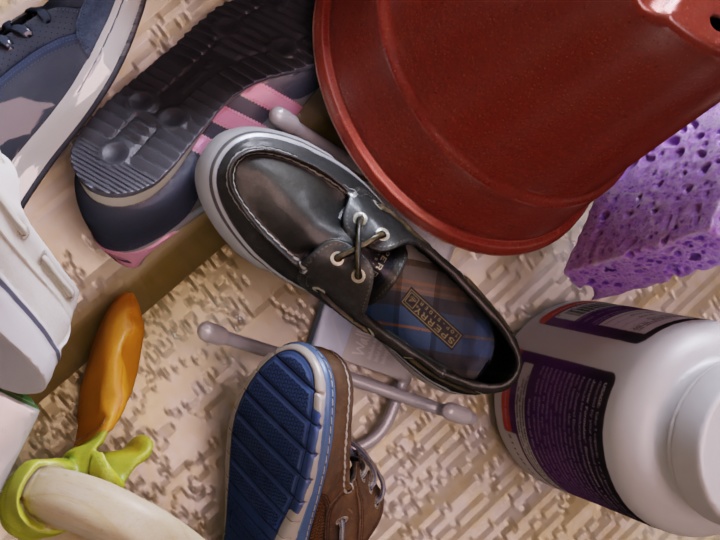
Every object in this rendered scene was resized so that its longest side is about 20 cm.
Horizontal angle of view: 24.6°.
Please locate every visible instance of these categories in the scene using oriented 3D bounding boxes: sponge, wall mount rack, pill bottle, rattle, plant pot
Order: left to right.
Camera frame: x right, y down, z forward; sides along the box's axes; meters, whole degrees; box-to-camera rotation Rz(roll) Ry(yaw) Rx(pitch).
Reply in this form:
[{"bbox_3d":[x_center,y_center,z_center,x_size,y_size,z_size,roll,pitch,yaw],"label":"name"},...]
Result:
[{"bbox_3d":[-0.071,0.125,0.846,0.199,0.131,0.143,20,47,11],"label":"rattle"},{"bbox_3d":[0.000,0.000,0.897,0.173,0.074,0.202,20,86,-21],"label":"wall mount rack"},{"bbox_3d":[0.109,-0.134,0.831,0.199,0.195,0.202,13,65,-30],"label":"plant pot"},{"bbox_3d":[0.163,0.080,0.892,0.110,0.200,0.113,-2,95,-21],"label":"pill bottle"},{"bbox_3d":[0.190,-0.080,0.916,0.030,0.111,0.201,39,59,-22],"label":"sponge"}]

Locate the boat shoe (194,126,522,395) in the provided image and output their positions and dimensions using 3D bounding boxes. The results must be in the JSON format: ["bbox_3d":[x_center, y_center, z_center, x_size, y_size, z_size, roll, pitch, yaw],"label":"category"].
[{"bbox_3d":[0.005,-0.004,0.832,0.200,0.057,0.069,38,80,-22],"label":"boat shoe"}]

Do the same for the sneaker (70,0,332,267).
[{"bbox_3d":[-0.074,-0.081,0.877,0.070,0.082,0.200,37,58,24],"label":"sneaker"}]

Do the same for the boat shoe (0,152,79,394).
[{"bbox_3d":[-0.187,-0.026,0.750,0.200,0.070,0.070,58,44,-44],"label":"boat shoe"}]

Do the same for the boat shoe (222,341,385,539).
[{"bbox_3d":[-0.029,0.119,0.878,0.072,0.072,0.201,-11,130,-34],"label":"boat shoe"}]

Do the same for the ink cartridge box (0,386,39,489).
[{"bbox_3d":[-0.252,0.132,0.814,0.103,0.059,0.201,29,83,-21],"label":"ink cartridge box"}]

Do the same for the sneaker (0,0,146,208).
[{"bbox_3d":[-0.204,-0.107,0.808,0.146,0.077,0.203,36,82,-23],"label":"sneaker"}]
